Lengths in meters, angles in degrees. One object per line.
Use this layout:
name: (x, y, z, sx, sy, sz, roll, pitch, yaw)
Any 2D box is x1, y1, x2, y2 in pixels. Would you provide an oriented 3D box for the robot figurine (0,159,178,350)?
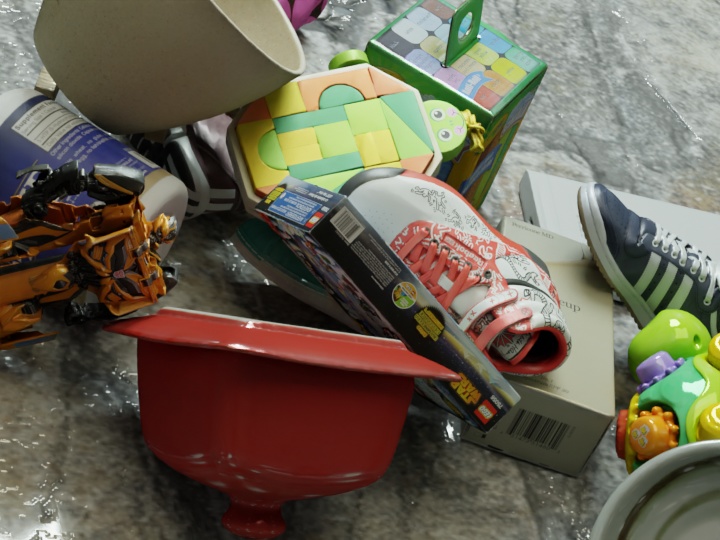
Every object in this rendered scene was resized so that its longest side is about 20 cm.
robot figurine: (-0.220, -0.002, 1.466, 0.199, 0.145, 0.058, -12, 44, 3)

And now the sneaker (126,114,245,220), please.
sneaker: (-0.128, -0.119, 1.760, 0.115, 0.076, 0.201, 4, 52, -33)

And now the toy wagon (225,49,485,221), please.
toy wagon: (0.000, -0.098, 1.643, 0.199, 0.040, 0.156, -12, 64, -12)

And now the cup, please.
cup: (-0.157, -0.183, 1.596, 0.200, 0.143, 0.200, 49, 14, -16)

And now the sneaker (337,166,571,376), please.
sneaker: (0.073, 0.005, 1.558, 0.201, 0.067, 0.108, 30, 27, -31)

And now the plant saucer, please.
plant saucer: (0.257, 0.222, 1.515, 0.200, 0.200, 0.050, 40, -4, 19)

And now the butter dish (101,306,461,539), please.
butter dish: (-0.064, 0.108, 1.464, 0.198, 0.149, 0.200, 10, -2, -32)

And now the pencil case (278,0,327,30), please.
pencil case: (-0.102, -0.228, 1.877, 0.091, 0.094, 0.200, 34, 37, 12)

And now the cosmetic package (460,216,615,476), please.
cosmetic package: (0.140, 0.057, 1.688, 0.103, 0.073, 0.201, 18, 38, -10)

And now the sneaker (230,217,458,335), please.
sneaker: (0.000, 0.000, 1.655, 0.199, 0.080, 0.071, 29, 6, -3)

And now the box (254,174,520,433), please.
box: (0.017, 0.022, 1.538, 0.200, 0.040, 0.137, 49, -8, -18)

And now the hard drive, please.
hard drive: (0.241, -0.019, 1.874, 0.199, 0.027, 0.132, 12, 39, -16)

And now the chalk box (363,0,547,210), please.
chalk box: (0.065, -0.136, 1.771, 0.123, 0.201, 0.124, 33, 38, 11)

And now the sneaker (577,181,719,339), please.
sneaker: (0.258, -0.003, 1.719, 0.200, 0.108, 0.070, 56, 24, -21)

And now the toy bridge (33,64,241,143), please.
toy bridge: (-0.152, -0.133, 1.684, 0.199, 0.027, 0.068, 15, 54, 0)

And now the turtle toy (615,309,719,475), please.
turtle toy: (0.246, 0.112, 1.634, 0.100, 0.146, 0.201, 4, 43, 11)

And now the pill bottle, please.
pill bottle: (-0.238, -0.063, 1.580, 0.199, 0.120, 0.120, 31, 37, 9)
